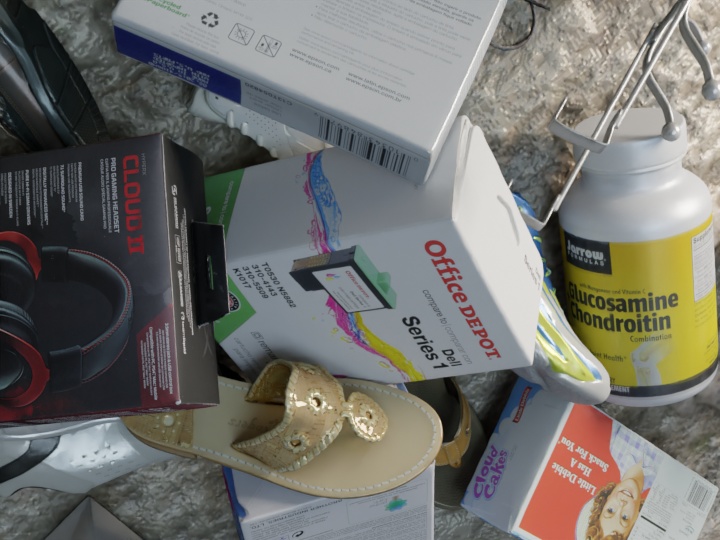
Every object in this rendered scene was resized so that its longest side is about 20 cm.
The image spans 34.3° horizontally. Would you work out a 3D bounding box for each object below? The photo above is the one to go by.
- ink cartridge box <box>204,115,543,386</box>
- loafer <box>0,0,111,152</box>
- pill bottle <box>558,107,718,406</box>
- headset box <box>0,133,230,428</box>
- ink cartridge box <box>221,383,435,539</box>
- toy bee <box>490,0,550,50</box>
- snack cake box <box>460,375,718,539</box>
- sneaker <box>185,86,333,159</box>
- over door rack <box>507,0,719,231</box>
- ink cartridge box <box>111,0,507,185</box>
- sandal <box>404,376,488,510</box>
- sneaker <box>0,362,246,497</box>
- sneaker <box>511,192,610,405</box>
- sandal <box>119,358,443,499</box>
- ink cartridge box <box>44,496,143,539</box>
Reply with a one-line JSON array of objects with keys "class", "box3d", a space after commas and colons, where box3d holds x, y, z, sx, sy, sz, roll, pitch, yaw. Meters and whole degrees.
[{"class": "ink cartridge box", "box3d": [0.000, 0.000, 0.737, 0.197, 0.085, 0.145, -10, 137, 25]}, {"class": "loafer", "box3d": [-0.221, -0.130, 0.700, 0.062, 0.072, 0.201, -23, 118, 12]}, {"class": "pill bottle", "box3d": [0.205, -0.011, 0.865, 0.110, 0.112, 0.203, -16, 112, -14]}, {"class": "headset box", "box3d": [-0.169, 0.011, 0.668, 0.197, 0.075, 0.151, -6, 82, 10]}, {"class": "ink cartridge box", "box3d": [-0.020, 0.175, 0.832, 0.134, 0.077, 0.201, -15, 141, -8]}, {"class": "toy bee", "box3d": [0.078, -0.230, 0.746, 0.198, 0.109, 0.132, 25, 97, -25]}, {"class": "snack cake box", "box3d": [0.185, 0.180, 0.925, 0.199, 0.067, 0.116, 33, 81, -32]}, {"class": "sneaker", "box3d": [-0.061, -0.111, 0.763, 0.098, 0.078, 0.202, -26, 106, -2]}, {"class": "over door rack", "box3d": [0.180, -0.111, 0.717, 0.066, 0.148, 0.200, 42, 74, 7]}, {"class": "ink cartridge box", "box3d": [-0.013, -0.174, 0.680, 0.197, 0.041, 0.202, 24, 67, 4]}, {"class": "sandal", "box3d": [0.053, 0.104, 0.881, 0.079, 0.054, 0.202, -23, 114, -11]}, {"class": "sneaker", "box3d": [-0.167, 0.108, 0.803, 0.197, 0.074, 0.081, -1, 120, -14]}, {"class": "sneaker", "box3d": [0.115, 0.005, 0.834, 0.199, 0.076, 0.106, 37, 77, -5]}, {"class": "sandal", "box3d": [-0.053, 0.090, 0.718, 0.208, 0.070, 0.079, 7, 68, 5]}, {"class": "ink cartridge box", "box3d": [-0.166, 0.277, 0.855, 0.116, 0.068, 0.200, -43, 115, -1]}]
